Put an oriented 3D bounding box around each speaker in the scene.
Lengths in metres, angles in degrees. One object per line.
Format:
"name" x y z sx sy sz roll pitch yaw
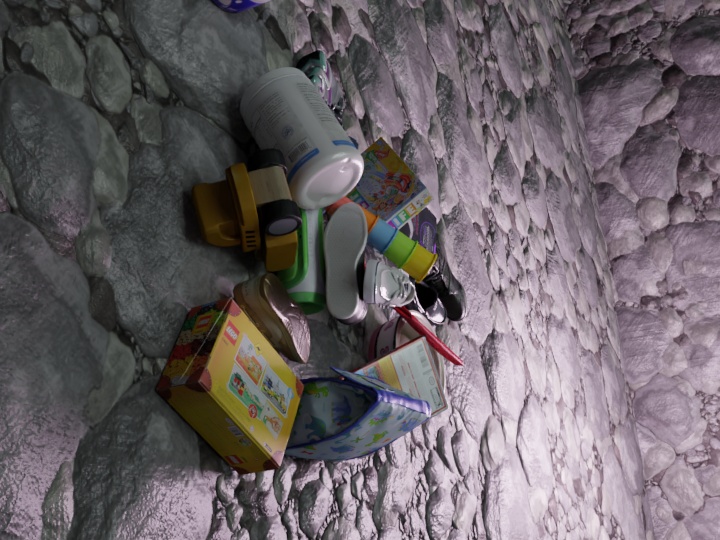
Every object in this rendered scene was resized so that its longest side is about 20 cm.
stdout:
"speaker" -0.098 -0.034 1.536 0.088 0.088 0.202 27 55 -54

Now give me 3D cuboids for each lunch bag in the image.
"lunch bag" -0.014 0.220 1.452 0.170 0.199 0.129 23 58 -55

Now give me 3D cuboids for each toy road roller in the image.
"toy road roller" -0.172 -0.082 1.410 0.200 0.145 0.124 99 -24 -65

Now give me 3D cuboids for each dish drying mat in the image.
"dish drying mat" 0.121 0.115 1.734 0.018 0.077 0.200 -49 134 -3

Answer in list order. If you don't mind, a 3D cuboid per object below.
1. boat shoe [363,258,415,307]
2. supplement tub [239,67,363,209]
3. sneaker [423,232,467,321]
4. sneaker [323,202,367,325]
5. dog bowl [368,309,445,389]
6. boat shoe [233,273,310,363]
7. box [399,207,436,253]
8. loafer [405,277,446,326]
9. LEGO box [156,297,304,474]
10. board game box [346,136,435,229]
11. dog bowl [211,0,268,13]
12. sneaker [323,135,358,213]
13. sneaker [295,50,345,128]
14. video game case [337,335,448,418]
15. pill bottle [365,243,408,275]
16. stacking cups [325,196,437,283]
"boat shoe" 0.050 0.022 1.535 0.200 0.065 0.074 9 86 -77
"supplement tub" -0.094 -0.210 1.505 0.132 0.132 0.201 15 38 -58
"sneaker" 0.158 0.023 1.987 0.114 0.076 0.201 -29 99 -59
"sneaker" -0.023 -0.004 1.524 0.099 0.070 0.202 79 13 -68
"dog bowl" 0.085 0.180 1.782 0.200 0.073 0.202 35 48 -50
"boat shoe" -0.133 0.075 1.443 0.201 0.066 0.074 65 26 -45
"box" 0.056 -0.092 1.818 0.200 0.105 0.123 43 42 -46
"loafer" 0.128 0.064 1.910 0.200 0.070 0.069 36 57 -49
"LEGO box" -0.174 0.163 1.314 0.201 0.077 0.150 55 34 -33
"board game box" 0.033 -0.142 1.679 0.034 0.134 0.200 46 5 -41
"dog bowl" -0.211 -0.538 1.572 0.200 0.078 0.202 36 47 -51
"sneaker" -0.062 -0.173 1.679 0.076 0.086 0.201 23 44 -2
"sneaker" -0.071 -0.296 1.713 0.140 0.077 0.201 56 35 -31
"video game case" 0.055 0.219 1.657 0.199 0.017 0.144 -24 100 -28
"pill bottle" 0.000 0.000 1.667 0.199 0.113 0.115 9 69 -60
"stacking cups" 0.031 -0.058 1.576 0.199 0.061 0.061 34 38 -4
